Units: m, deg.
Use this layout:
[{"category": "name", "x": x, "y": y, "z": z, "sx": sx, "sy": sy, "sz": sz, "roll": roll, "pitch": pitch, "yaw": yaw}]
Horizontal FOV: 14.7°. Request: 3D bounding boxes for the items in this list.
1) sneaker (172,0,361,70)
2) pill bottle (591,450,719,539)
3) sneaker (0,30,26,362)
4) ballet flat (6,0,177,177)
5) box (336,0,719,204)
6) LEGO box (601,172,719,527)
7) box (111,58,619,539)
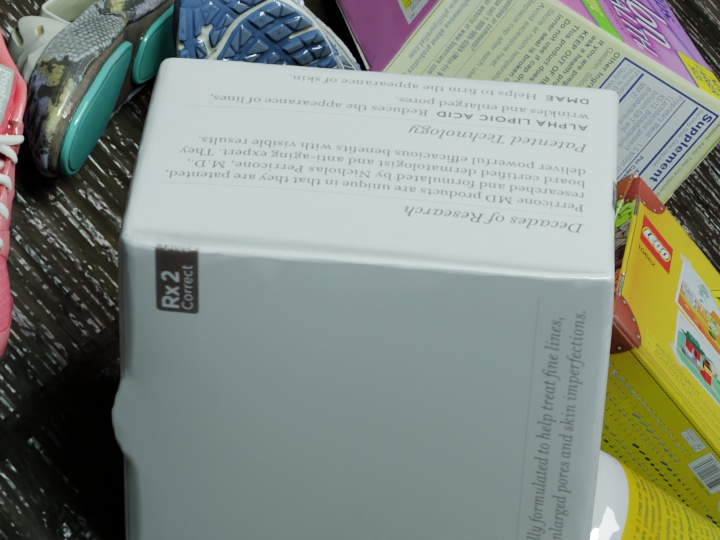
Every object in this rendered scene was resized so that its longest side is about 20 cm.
[{"category": "sneaker", "x": -0.048, "y": -0.106, "z": 1.436, "sx": 0.085, "sy": 0.077, "sz": 0.200, "roll": 59, "pitch": 8, "yaw": 34}, {"category": "pill bottle", "x": 0.119, "y": 0.154, "z": 1.342, "sx": 0.200, "sy": 0.112, "sz": 0.112, "roll": 34, "pitch": 35, "yaw": -23}, {"category": "sneaker", "x": -0.181, "y": -0.049, "z": 1.217, "sx": 0.074, "sy": 0.087, "sz": 0.200, "roll": 17, "pitch": 44, "yaw": -39}, {"category": "ballet flat", "x": -0.134, "y": -0.105, "z": 1.365, "sx": 0.072, "sy": 0.072, "sz": 0.200, "roll": 45, "pitch": 32, "yaw": -7}, {"category": "box", "x": 0.090, "y": -0.141, "z": 1.591, "sx": 0.200, "sy": 0.097, "sz": 0.176, "roll": 29, "pitch": 22, "yaw": -30}, {"category": "LEGO box", "x": 0.169, "y": 0.072, "z": 1.490, "sx": 0.200, "sy": 0.077, "sz": 0.149, "roll": 49, "pitch": 28, "yaw": -17}, {"category": "box", "x": 0.004, "y": 0.030, "z": 1.184, "sx": 0.200, "sy": 0.199, "sz": 0.131, "roll": 5, "pitch": 40, "yaw": 3}]
